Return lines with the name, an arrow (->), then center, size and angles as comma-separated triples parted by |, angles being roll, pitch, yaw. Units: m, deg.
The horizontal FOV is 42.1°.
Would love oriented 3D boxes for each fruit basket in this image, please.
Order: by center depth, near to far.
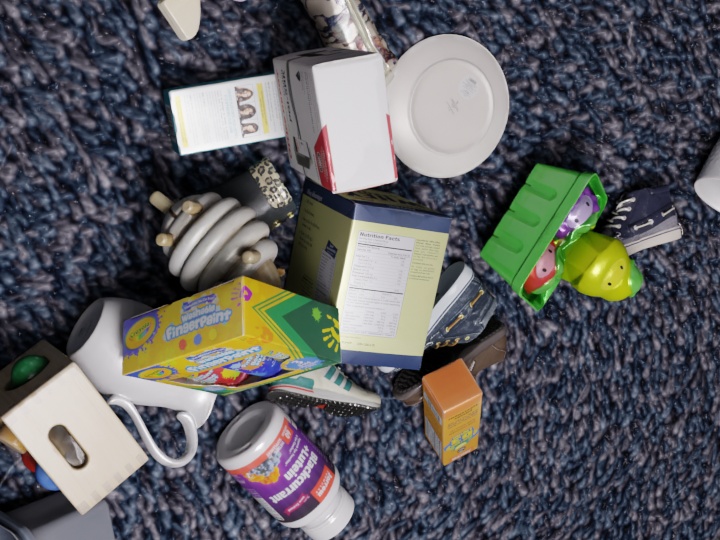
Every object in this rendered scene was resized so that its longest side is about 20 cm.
fruit basket -> 0.305, -0.029, 1.342 | 0.216, 0.215, 0.155 | -58, 153, 0

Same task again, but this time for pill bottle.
pill bottle -> -0.099, 0.286, 1.307 | 0.111, 0.111, 0.200 | -43, 114, -7

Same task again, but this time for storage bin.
storage bin -> -0.396, 0.382, 1.212 | 0.134, 0.145, 0.201 | -22, 112, -45

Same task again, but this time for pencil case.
pencil case -> -0.023, -0.326, 1.197 | 0.078, 0.089, 0.200 | -34, 114, -11

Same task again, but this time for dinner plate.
dinner plate -> 0.125, -0.229, 1.317 | 0.199, 0.024, 0.201 | -6, 105, -22

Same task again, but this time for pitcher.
pitcher -> -0.271, 0.139, 1.180 | 0.200, 0.121, 0.172 | 36, 47, -29

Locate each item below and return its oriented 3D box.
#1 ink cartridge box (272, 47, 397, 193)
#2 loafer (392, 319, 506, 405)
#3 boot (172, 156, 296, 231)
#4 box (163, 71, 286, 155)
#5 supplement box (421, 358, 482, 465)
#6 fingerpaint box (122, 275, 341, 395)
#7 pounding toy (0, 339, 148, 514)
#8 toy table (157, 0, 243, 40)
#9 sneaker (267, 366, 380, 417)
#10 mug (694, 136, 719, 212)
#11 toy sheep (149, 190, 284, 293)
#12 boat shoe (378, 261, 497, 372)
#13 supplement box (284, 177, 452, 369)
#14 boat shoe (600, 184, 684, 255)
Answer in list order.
ink cartridge box -> -0.034, -0.184, 1.112 | 0.083, 0.200, 0.147 | -13, 108, -15
loafer -> 0.141, 0.150, 1.390 | 0.200, 0.073, 0.071 | -29, 112, -12
boot -> -0.143, -0.033, 1.226 | 0.153, 0.073, 0.204 | -30, 108, -7
box -> -0.145, -0.207, 1.199 | 0.199, 0.049, 0.083 | -13, 108, -18
supplement box -> 0.132, 0.207, 1.347 | 0.066, 0.069, 0.200 | -26, 151, -10
fingerpaint box -> -0.150, 0.084, 1.096 | 0.167, 0.200, 0.074 | 23, 56, -49
pounding toy -> -0.396, 0.180, 1.138 | 0.142, 0.184, 0.200 | -40, 115, -21
toy table -> -0.216, -0.376, 1.072 | 0.117, 0.184, 0.200 | -46, 107, -24
sneaker -> -0.045, 0.148, 1.316 | 0.199, 0.070, 0.094 | 17, 62, -40
mug -> 0.641, -0.169, 1.484 | 0.176, 0.147, 0.200 | -60, 146, -7
toy sheep -> -0.173, -0.030, 1.116 | 0.200, 0.138, 0.138 | 44, 84, 5
boat shoe -> 0.115, 0.089, 1.364 | 0.091, 0.071, 0.200 | 45, 83, -21
supplement box -> 0.000, 0.000, 1.226 | 0.134, 0.200, 0.201 | 7, 101, -24
boat shoe -> 0.401, -0.072, 1.448 | 0.199, 0.075, 0.093 | -17, 96, -19
